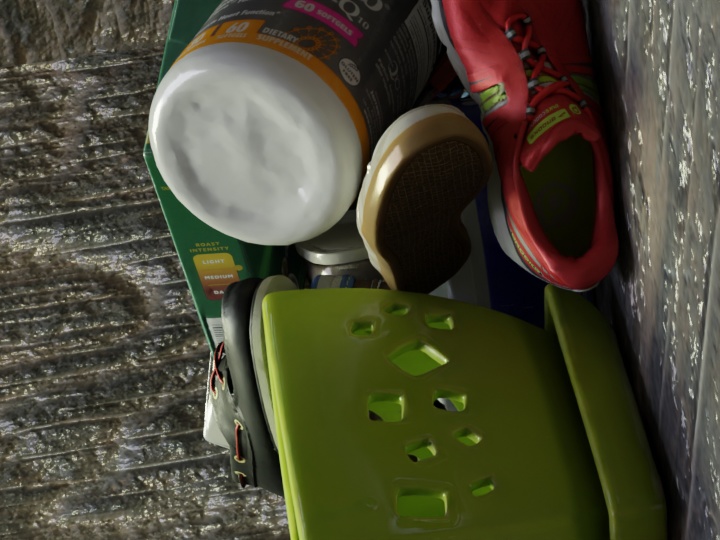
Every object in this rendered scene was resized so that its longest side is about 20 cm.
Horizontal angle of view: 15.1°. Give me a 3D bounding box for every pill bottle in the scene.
[{"bbox_3d":[-0.023,-0.112,1.420,0.200,0.116,0.117,-60,-28,-49],"label":"pill bottle"}]

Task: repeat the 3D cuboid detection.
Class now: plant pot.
[{"bbox_3d":[0.055,0.132,1.370,0.200,0.180,0.201,-103,7,-50],"label":"plant pot"}]

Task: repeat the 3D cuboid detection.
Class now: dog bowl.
[{"bbox_3d":[0.078,0.001,1.536,0.200,0.078,0.202,172,90,-87],"label":"dog bowl"}]

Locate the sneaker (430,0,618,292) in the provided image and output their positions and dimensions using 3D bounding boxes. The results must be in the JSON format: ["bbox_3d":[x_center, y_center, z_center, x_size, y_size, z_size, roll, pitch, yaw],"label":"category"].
[{"bbox_3d":[0.090,-0.086,1.311,0.085,0.076,0.201,-131,23,-74],"label":"sneaker"}]

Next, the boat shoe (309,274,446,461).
[{"bbox_3d":[0.012,0.095,1.497,0.072,0.072,0.201,-74,-17,-52],"label":"boat shoe"}]

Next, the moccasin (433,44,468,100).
[{"bbox_3d":[0.050,-0.126,1.609,0.200,0.068,0.081,-41,-55,-61],"label":"moccasin"}]

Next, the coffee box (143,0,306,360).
[{"bbox_3d":[-0.072,-0.042,1.534,0.201,0.044,0.124,75,-162,-46],"label":"coffee box"}]

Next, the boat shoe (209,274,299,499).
[{"bbox_3d":[-0.055,0.066,1.495,0.202,0.063,0.074,77,-153,-59],"label":"boat shoe"}]

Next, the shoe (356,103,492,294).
[{"bbox_3d":[0.023,-0.041,1.345,0.054,0.070,0.200,59,170,17],"label":"shoe"}]

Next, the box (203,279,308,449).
[{"bbox_3d":[-0.002,0.050,1.781,0.200,0.127,0.110,-33,-46,-62],"label":"box"}]

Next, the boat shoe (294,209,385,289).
[{"bbox_3d":[0.000,0.000,1.580,0.200,0.071,0.060,-83,-11,-84],"label":"boat shoe"}]

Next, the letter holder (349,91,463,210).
[{"bbox_3d":[-0.008,-0.062,1.758,0.142,0.198,0.101,-114,19,-78],"label":"letter holder"}]

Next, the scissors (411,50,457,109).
[{"bbox_3d":[0.035,-0.093,1.486,0.014,0.200,0.073,41,163,-7],"label":"scissors"}]
